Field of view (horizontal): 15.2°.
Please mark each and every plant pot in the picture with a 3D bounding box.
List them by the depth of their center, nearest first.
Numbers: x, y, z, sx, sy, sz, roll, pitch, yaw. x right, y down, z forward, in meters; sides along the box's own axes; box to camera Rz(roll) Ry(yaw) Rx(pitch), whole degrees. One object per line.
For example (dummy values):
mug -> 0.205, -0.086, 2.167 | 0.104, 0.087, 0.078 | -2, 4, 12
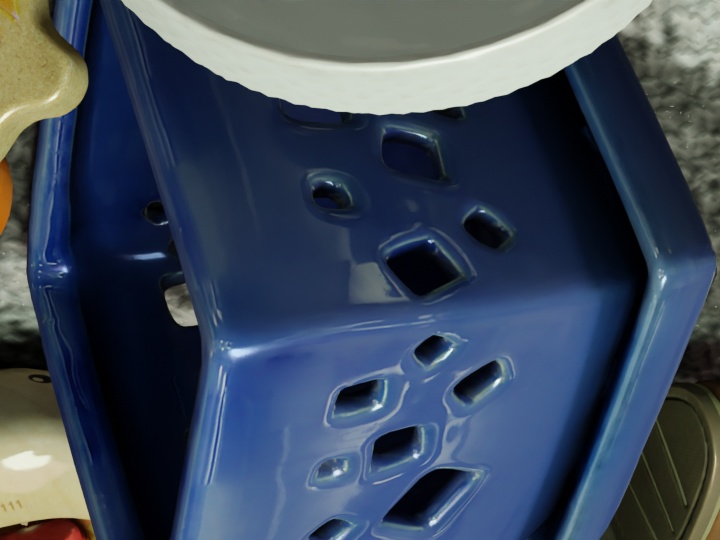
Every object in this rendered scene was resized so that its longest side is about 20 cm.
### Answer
plant pot -> 0.000, 0.000, 0.891 | 0.179, 0.201, 0.201 | -8, 142, -19

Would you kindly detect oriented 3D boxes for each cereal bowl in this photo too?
cereal bowl -> 0.009, -0.130, 0.734 | 0.199, 0.201, 0.083 | -15, 159, 1

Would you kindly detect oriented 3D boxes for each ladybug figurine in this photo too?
ladybug figurine -> -0.125, 0.105, 1.074 | 0.135, 0.072, 0.201 | -13, 142, -1

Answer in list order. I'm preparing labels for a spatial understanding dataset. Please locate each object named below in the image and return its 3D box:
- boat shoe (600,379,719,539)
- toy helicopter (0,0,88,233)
boat shoe -> 0.147, 0.104, 1.174 | 0.068, 0.072, 0.200 | -8, 151, -15
toy helicopter -> -0.121, -0.105, 0.802 | 0.200, 0.132, 0.079 | -47, 167, 5
